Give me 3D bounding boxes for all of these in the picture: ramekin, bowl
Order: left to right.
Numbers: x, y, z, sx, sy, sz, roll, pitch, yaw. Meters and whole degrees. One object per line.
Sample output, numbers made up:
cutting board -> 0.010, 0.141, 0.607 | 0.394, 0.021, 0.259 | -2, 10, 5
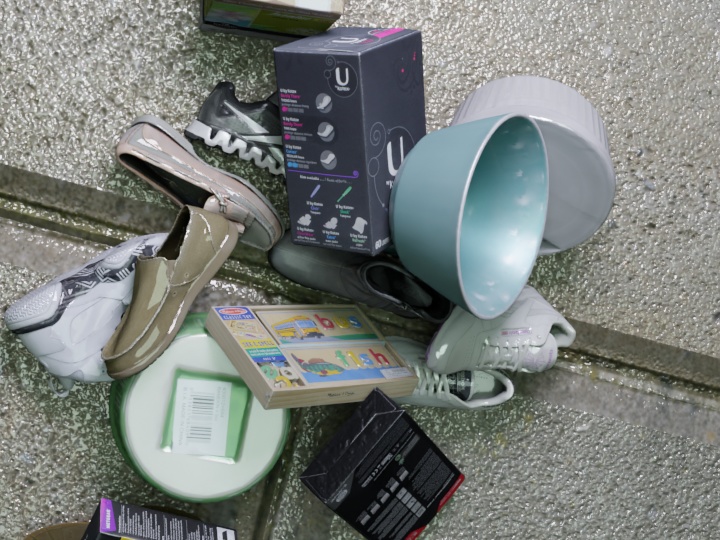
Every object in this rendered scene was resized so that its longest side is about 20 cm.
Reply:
ramekin -> -0.166, 0.148, 1.341 | 0.197, 0.098, 0.203 | 0, 91, -11
bowl -> 0.099, -0.060, 1.253 | 0.104, 0.200, 0.204 | 11, 89, 29
ramekin -> 0.176, -0.118, 1.363 | 0.200, 0.203, 0.095 | 26, 47, -10

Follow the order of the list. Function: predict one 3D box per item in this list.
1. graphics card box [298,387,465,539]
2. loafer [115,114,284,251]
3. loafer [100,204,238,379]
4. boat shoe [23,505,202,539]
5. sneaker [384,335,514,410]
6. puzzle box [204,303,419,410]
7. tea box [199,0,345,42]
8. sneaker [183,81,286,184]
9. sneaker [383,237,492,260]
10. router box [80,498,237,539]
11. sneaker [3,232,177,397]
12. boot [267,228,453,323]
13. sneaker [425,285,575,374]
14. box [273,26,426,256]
graphics card box -> 0.027, 0.220, 1.348 | 0.126, 0.200, 0.051 | -49, 54, -6
loafer -> -0.173, -0.080, 1.342 | 0.199, 0.072, 0.063 | 38, 43, -7
loafer -> -0.204, 0.017, 1.283 | 0.067, 0.076, 0.201 | 42, 71, -27
boat shoe -> -0.259, 0.303, 1.350 | 0.198, 0.064, 0.074 | -8, 48, -15
sneaker -> 0.072, 0.116, 1.399 | 0.197, 0.080, 0.078 | 4, 92, -10
puzzle box -> -0.048, 0.084, 1.312 | 0.198, 0.133, 0.026 | 0, 127, -42
tea box -> -0.085, -0.351, 1.298 | 0.132, 0.197, 0.203 | 6, 91, -11
sneaker -> -0.084, -0.144, 1.367 | 0.198, 0.066, 0.091 | 23, 91, -9
sneaker -> 0.085, -0.019, 1.375 | 0.197, 0.081, 0.072 | 11, 45, 5
router box -> -0.229, 0.331, 1.298 | 0.147, 0.051, 0.201 | 17, 121, -21
sneaker -> -0.263, 0.045, 1.336 | 0.198, 0.075, 0.116 | -29, 104, -13
boot -> 0.000, 0.000, 1.351 | 0.197, 0.132, 0.071 | 16, 88, -6
sneaker -> 0.154, 0.072, 1.366 | 0.199, 0.099, 0.076 | -19, 135, -41
box -> -0.005, -0.132, 1.269 | 0.122, 0.105, 0.203 | -32, 124, -51
